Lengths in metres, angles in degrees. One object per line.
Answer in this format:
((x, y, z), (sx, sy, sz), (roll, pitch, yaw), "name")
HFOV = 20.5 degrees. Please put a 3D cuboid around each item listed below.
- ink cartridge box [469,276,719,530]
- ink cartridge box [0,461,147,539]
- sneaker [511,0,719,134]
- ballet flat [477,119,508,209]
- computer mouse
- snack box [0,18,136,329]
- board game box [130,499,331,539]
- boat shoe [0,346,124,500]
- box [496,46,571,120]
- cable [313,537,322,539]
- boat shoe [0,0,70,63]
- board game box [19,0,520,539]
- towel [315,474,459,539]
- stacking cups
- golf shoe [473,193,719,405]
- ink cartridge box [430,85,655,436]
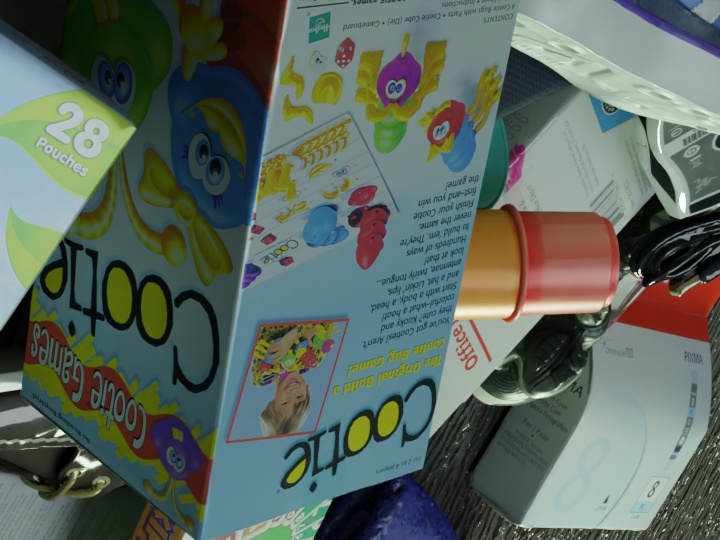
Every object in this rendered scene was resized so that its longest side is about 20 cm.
((0.163, 0.055, 1.127), (0.160, 0.047, 0.201), (12, 112, -55), "ink cartridge box")
((-0.158, 0.114, 0.789), (0.095, 0.037, 0.200), (-59, 150, 9), "ink cartridge box")
((0.113, -0.135, 0.701), (0.200, 0.080, 0.147), (19, 89, -47), "sneaker")
((-0.005, -0.088, 0.764), (0.069, 0.069, 0.200), (-49, 139, -7), "ballet flat")
((0.159, -0.061, 0.882), (0.109, 0.044, 0.200), (-28, 150, -1), "computer mouse")
((-0.188, -0.009, 0.550), (0.168, 0.068, 0.200), (32, 92, -29), "snack box")
((-0.068, 0.136, 0.818), (0.095, 0.030, 0.200), (-12, 138, -49), "board game box")
((-0.100, 0.058, 0.767), (0.200, 0.072, 0.060), (-4, 97, -55), "boat shoe")
((0.081, -0.160, 0.761), (0.200, 0.051, 0.158), (-27, 121, -45), "box")
((-0.055, 0.198, 0.933), (0.200, 0.051, 0.163), (36, 112, -24), "cable")
((-0.128, -0.035, 0.665), (0.200, 0.072, 0.069), (-56, 144, -14), "boat shoe")
((-0.031, -0.034, 0.636), (0.105, 0.103, 0.201), (-13, 123, -42), "board game box")
((0.002, 0.195, 1.060), (0.148, 0.049, 0.200), (-53, 148, -14), "towel")
((0.000, 0.000, 0.774), (0.199, 0.061, 0.061), (1, 125, -15), "stacking cups")
((0.118, -0.013, 1.005), (0.200, 0.077, 0.088), (-45, 174, -20), "golf shoe")
((0.048, -0.023, 0.892), (0.200, 0.068, 0.115), (-47, 147, -12), "ink cartridge box")
